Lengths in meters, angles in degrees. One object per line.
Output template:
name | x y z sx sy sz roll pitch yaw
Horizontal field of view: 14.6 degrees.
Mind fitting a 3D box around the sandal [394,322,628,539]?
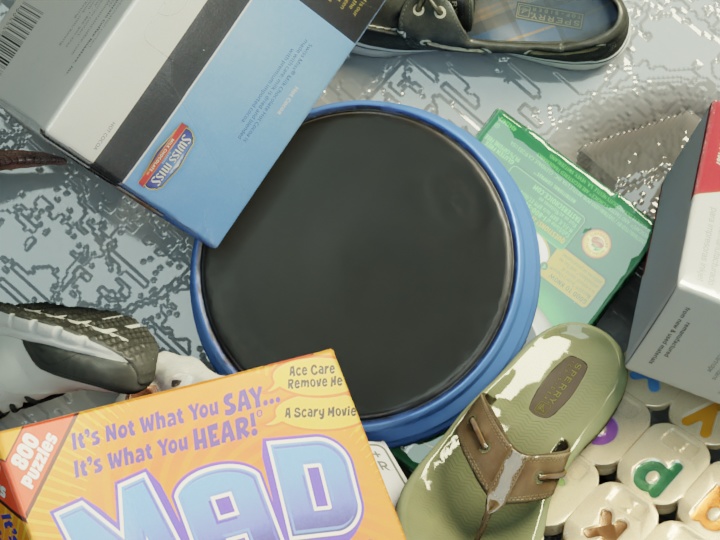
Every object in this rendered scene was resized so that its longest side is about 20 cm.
sandal | 0.080 0.094 1.494 0.080 0.057 0.201 27 56 9

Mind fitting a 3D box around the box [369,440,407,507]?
box | 0.007 0.196 1.493 0.060 0.200 0.117 3 126 -33

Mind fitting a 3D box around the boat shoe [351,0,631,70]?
boat shoe | 0.059 -0.156 1.621 0.200 0.057 0.069 6 84 1

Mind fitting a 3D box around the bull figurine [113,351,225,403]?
bull figurine | -0.136 0.136 1.579 0.200 0.065 0.121 -34 85 11

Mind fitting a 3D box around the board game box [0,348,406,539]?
board game box | -0.105 0.182 1.391 0.200 0.200 0.200 -13 76 -36

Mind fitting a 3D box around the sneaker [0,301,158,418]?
sneaker | -0.197 0.055 1.575 0.200 0.074 0.080 7 93 33

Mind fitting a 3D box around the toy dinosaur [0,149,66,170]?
toy dinosaur | -0.266 -0.102 1.580 0.200 0.136 0.086 38 85 4

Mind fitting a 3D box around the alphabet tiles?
alphabet tiles | 0.150 0.124 1.522 0.200 0.015 0.196 33 61 21

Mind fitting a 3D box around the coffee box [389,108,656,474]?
coffee box | 0.066 0.021 1.607 0.123 0.044 0.200 36 85 5

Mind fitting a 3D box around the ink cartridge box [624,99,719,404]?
ink cartridge box | 0.261 0.013 1.544 0.200 0.083 0.146 20 50 -5

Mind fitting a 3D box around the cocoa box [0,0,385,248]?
cocoa box | -0.096 -0.139 1.556 0.131 0.133 0.200 35 89 -33

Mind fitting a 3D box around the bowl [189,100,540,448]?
bowl | 0.000 0.000 1.572 0.200 0.039 0.201 -2 78 9
